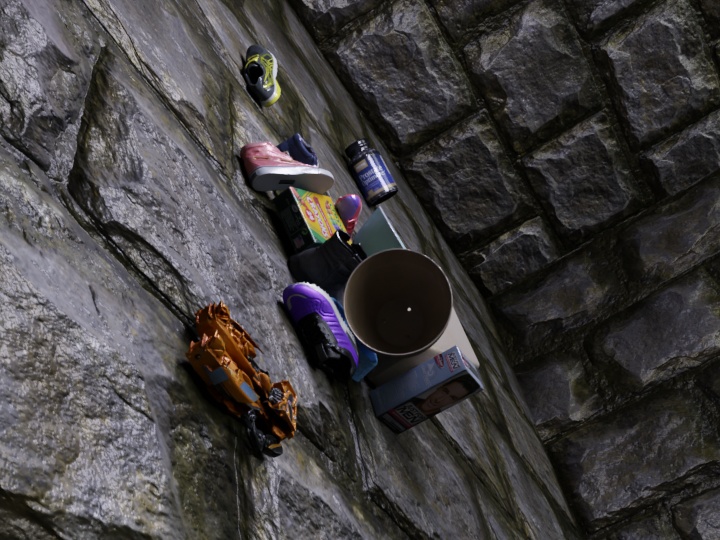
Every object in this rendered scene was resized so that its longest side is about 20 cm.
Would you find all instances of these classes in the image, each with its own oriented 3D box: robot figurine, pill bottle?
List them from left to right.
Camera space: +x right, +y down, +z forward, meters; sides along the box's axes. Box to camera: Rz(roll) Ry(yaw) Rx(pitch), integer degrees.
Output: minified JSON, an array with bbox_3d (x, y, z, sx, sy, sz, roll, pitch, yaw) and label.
[{"bbox_3d":[-0.143,0.142,1.056,0.201,0.058,0.146,54,15,-26],"label":"robot figurine"},{"bbox_3d":[0.031,-0.318,2.677,0.202,0.111,0.112,62,12,6],"label":"pill bottle"}]

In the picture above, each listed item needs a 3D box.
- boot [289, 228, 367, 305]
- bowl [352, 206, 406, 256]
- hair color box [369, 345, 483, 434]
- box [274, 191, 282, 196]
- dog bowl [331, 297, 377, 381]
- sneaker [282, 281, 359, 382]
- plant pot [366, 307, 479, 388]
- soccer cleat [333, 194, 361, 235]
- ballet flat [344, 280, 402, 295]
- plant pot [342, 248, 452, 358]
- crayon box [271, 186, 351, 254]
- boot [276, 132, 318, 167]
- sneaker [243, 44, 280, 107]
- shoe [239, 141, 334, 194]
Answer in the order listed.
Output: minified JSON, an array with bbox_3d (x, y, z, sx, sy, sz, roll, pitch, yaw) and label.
[{"bbox_3d":[-0.033,0.017,1.599,0.200,0.131,0.070,48,24,-41],"label":"boot"},{"bbox_3d":[0.051,-0.027,1.810,0.202,0.104,0.201,59,3,-6],"label":"bowl"},{"bbox_3d":[0.128,0.234,1.615,0.099,0.199,0.061,46,19,-48],"label":"hair color box"},{"bbox_3d":[-0.110,-0.087,1.761,0.202,0.034,0.110,63,13,10],"label":"box"},{"bbox_3d":[-0.031,0.127,1.569,0.200,0.049,0.112,50,16,-42],"label":"dog bowl"},{"bbox_3d":[-0.065,0.112,1.422,0.201,0.069,0.100,52,22,-23],"label":"sneaker"},{"bbox_3d":[0.092,0.150,1.716,0.176,0.199,0.201,25,36,-53],"label":"plant pot"},{"bbox_3d":[-0.035,-0.087,1.798,0.201,0.066,0.077,117,-36,-54],"label":"soccer cleat"},{"bbox_3d":[0.000,0.000,1.668,0.073,0.197,0.068,-66,159,-44],"label":"ballet flat"},{"bbox_3d":[0.073,0.078,1.552,0.135,0.198,0.202,74,-8,-68],"label":"plant pot"},{"bbox_3d":[-0.085,-0.092,1.683,0.199,0.051,0.128,5,56,-64],"label":"crayon box"},{"bbox_3d":[-0.121,-0.212,1.866,0.200,0.090,0.073,50,16,-40],"label":"boot"},{"bbox_3d":[-0.247,-0.493,2.030,0.085,0.074,0.202,43,21,-53],"label":"sneaker"},{"bbox_3d":[-0.146,-0.207,1.664,0.198,0.072,0.092,-1,53,-40],"label":"shoe"}]
